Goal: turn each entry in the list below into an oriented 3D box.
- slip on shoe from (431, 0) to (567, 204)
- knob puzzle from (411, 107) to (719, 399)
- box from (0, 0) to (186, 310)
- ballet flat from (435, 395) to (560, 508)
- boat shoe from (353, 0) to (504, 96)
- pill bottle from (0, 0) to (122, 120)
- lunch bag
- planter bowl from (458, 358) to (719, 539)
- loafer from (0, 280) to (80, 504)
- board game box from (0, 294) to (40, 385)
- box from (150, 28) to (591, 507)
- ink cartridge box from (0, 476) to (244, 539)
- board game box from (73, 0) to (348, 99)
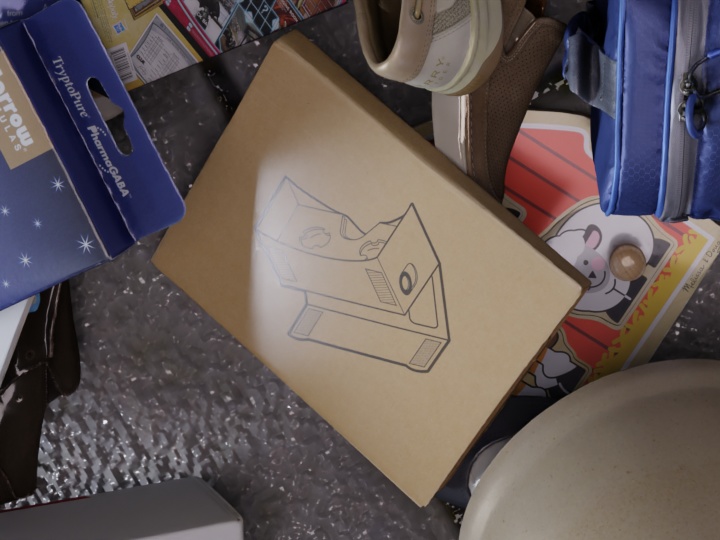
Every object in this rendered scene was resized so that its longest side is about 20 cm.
[{"bbox_3d":[0.073,-0.118,1.107,0.060,0.076,0.201,3,91,12],"label":"slip on shoe"},{"bbox_3d":[0.068,0.003,1.168,0.218,0.030,0.221,1,105,4],"label":"knob puzzle"},{"bbox_3d":[-0.191,-0.039,1.062,0.199,0.032,0.122,-24,98,26],"label":"box"},{"bbox_3d":[0.118,0.107,1.155,0.199,0.073,0.074,6,105,-9],"label":"ballet flat"},{"bbox_3d":[0.016,-0.181,1.060,0.072,0.065,0.201,-32,61,47],"label":"boat shoe"},{"bbox_3d":[-0.176,-0.174,1.094,0.110,0.111,0.201,-2,105,4],"label":"pill bottle"},{"bbox_3d":[0.162,-0.098,1.049,0.131,0.200,0.137,2,107,5],"label":"lunch bag"},{"bbox_3d":[0.162,0.164,1.077,0.199,0.135,0.201,-9,128,-12],"label":"planter bowl"},{"bbox_3d":[-0.184,0.036,1.179,0.071,0.073,0.201,10,105,-36],"label":"loafer"},{"bbox_3d":[-0.266,0.035,1.155,0.199,0.026,0.201,29,106,23],"label":"board game box"},{"bbox_3d":[0.000,0.000,1.119,0.200,0.021,0.164,41,125,12],"label":"box"},{"bbox_3d":[-0.136,0.228,1.186,0.144,0.083,0.201,-8,105,-21],"label":"ink cartridge box"},{"bbox_3d":[-0.094,-0.200,1.045,0.135,0.035,0.201,-24,113,-20],"label":"board game box"}]
